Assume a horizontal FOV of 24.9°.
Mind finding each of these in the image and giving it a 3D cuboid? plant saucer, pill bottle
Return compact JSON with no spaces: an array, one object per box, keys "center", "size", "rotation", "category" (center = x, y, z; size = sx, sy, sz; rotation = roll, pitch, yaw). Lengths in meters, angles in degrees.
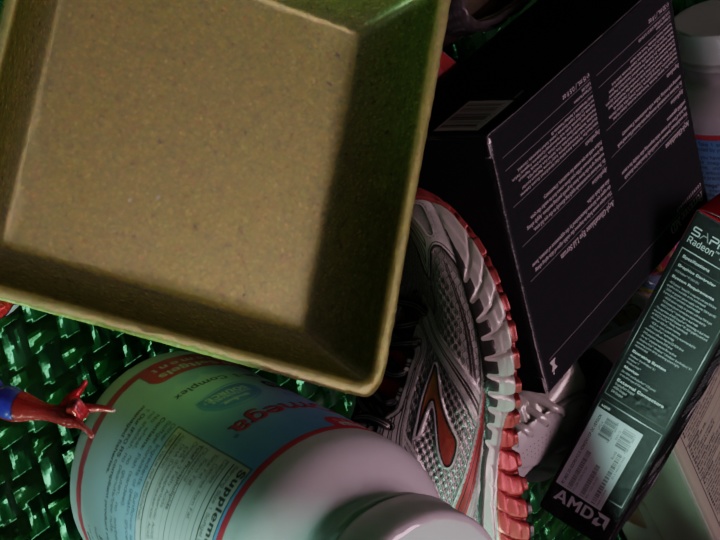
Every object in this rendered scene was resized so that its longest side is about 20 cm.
[{"center":[-0.070,-0.063,0.711],"size":[0.198,0.048,0.203],"rotation":[17,76,-23],"category":"plant saucer"},{"center":[0.272,-0.085,1.149],"size":[0.109,0.108,0.202],"rotation":[-38,124,-42],"category":"pill bottle"},{"center":[-0.034,0.110,0.694],"size":[0.108,0.199,0.110],"rotation":[-11,109,-36],"category":"pill bottle"}]

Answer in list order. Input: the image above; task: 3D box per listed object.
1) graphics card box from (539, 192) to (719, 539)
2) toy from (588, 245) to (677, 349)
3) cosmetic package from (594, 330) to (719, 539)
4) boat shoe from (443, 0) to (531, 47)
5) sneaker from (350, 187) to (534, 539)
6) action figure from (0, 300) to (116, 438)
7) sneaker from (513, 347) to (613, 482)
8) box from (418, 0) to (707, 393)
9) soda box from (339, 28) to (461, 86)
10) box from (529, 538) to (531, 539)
[{"center":[0.181,0.051,0.942],"size":[0.202,0.050,0.125],"rotation":[-66,164,20],"category":"graphics card box"},{"center":[0.164,-0.027,1.019],"size":[0.199,0.116,0.047],"rotation":[-19,155,-46],"category":"toy"},{"center":[0.216,0.113,1.127],"size":[0.104,0.086,0.201],"rotation":[-54,135,-29],"category":"cosmetic package"},{"center":[0.087,-0.183,0.933],"size":[0.200,0.064,0.074],"rotation":[-50,130,-36],"category":"boat shoe"},{"center":[0.031,0.063,0.755],"size":[0.081,0.078,0.203],"rotation":[-7,98,-9],"category":"sneaker"},{"center":[-0.176,0.072,0.621],"size":[0.201,0.098,0.066],"rotation":[-56,135,-33],"category":"action figure"},{"center":[0.081,0.084,0.935],"size":[0.199,0.078,0.100],"rotation":[-27,155,-55],"category":"sneaker"},{"center":[0.102,-0.050,0.861],"size":[0.200,0.078,0.143],"rotation":[-41,122,-43],"category":"box"},{"center":[0.021,-0.080,0.868],"size":[0.199,0.063,0.071],"rotation":[30,71,-50],"category":"soda box"},{"center":[0.042,0.224,0.906],"size":[0.199,0.049,0.160],"rotation":[14,58,-52],"category":"box"}]
